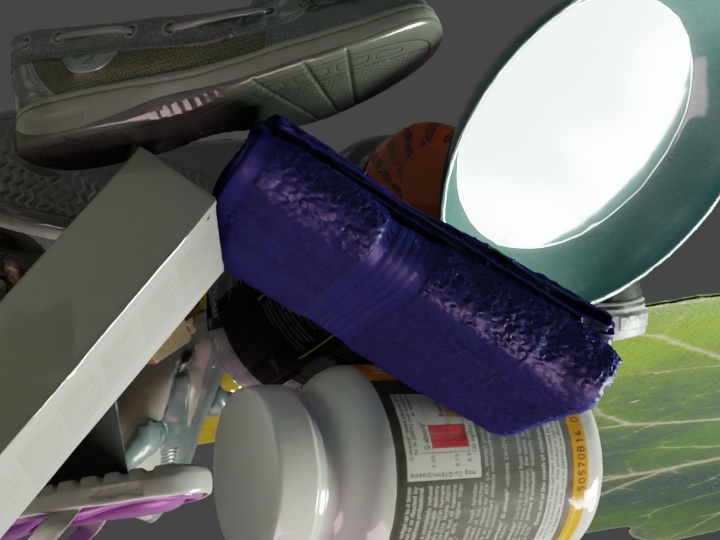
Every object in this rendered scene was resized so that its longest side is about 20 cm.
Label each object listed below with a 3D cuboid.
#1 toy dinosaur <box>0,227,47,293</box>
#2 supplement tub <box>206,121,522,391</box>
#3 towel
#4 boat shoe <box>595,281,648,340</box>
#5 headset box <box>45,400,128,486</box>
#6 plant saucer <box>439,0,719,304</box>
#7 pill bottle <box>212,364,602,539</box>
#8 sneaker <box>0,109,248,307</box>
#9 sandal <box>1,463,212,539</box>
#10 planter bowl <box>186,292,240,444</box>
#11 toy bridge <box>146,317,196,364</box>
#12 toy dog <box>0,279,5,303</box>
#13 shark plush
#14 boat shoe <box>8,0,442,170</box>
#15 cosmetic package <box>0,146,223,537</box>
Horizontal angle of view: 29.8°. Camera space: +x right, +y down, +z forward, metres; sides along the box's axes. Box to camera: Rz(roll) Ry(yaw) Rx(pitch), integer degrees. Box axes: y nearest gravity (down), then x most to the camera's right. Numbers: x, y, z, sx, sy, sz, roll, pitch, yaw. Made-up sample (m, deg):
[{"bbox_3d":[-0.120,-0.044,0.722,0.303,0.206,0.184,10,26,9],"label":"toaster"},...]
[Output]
[{"bbox_3d":[-0.217,-0.007,0.758,0.199,0.078,0.102,-1,166,19],"label":"toy dinosaur"},{"bbox_3d":[0.000,0.000,0.798,0.122,0.123,0.200,6,156,-31],"label":"supplement tub"},{"bbox_3d":[0.018,0.006,0.652,0.199,0.050,0.148,33,161,-7],"label":"towel"},{"bbox_3d":[0.117,0.009,0.943,0.072,0.071,0.199,-5,-177,-44],"label":"boat shoe"},{"bbox_3d":[-0.236,0.086,0.888,0.077,0.150,0.200,2,159,-44],"label":"headset box"},{"bbox_3d":[0.117,-0.067,0.686,0.199,0.036,0.201,-19,133,-22],"label":"plant saucer"},{"bbox_3d":[0.026,0.110,0.757,0.199,0.117,0.116,2,157,-28],"label":"pill bottle"},{"bbox_3d":[-0.145,-0.024,0.744,0.199,0.074,0.118,4,150,-33],"label":"sneaker"},{"bbox_3d":[-0.185,0.160,0.820,0.201,0.050,0.082,-17,163,16],"label":"sandal"},{"bbox_3d":[-0.128,0.080,1.012,0.199,0.084,0.201,-6,158,-3],"label":"planter bowl"},{"bbox_3d":[-0.168,0.034,0.763,0.199,0.027,0.067,-8,-162,37],"label":"toy bridge"},{"bbox_3d":[-0.254,0.006,0.601,0.193,0.140,0.201,1,123,26],"label":"toy dog"},{"bbox_3d":[-0.114,0.075,0.933,0.083,0.201,0.091,40,165,-33],"label":"shark plush"},{"bbox_3d":[-0.064,-0.099,0.614,0.201,0.065,0.074,-14,167,9],"label":"boat shoe"},{"bbox_3d":[-0.142,0.044,0.608,0.051,0.200,0.083,35,160,9],"label":"cosmetic package"}]
